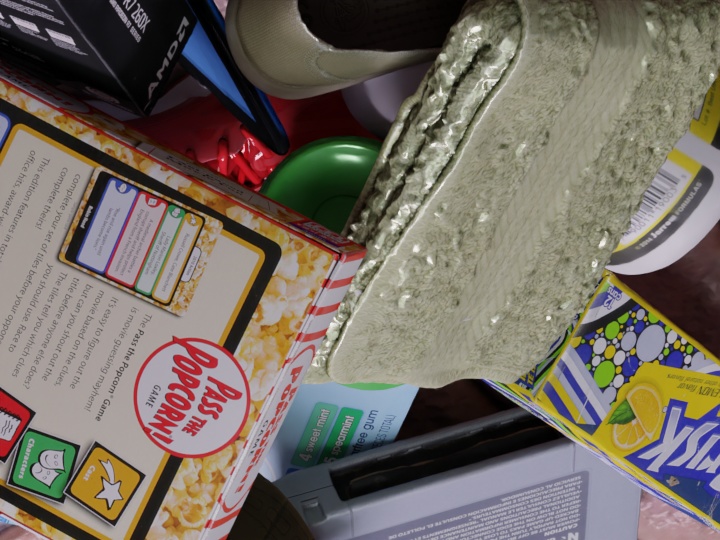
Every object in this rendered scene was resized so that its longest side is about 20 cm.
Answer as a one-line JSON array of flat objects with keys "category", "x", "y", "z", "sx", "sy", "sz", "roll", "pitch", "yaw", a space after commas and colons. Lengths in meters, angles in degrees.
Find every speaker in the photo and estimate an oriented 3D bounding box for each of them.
[{"category": "speaker", "x": 0.000, "y": 0.000, "z": 1.230, "sx": 0.088, "sy": 0.089, "sz": 0.200, "roll": -5, "pitch": 168, "yaw": 4}]

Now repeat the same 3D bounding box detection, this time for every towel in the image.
[{"category": "towel", "x": 0.061, "y": -0.031, "z": 1.095, "sx": 0.148, "sy": 0.037, "sz": 0.200, "roll": -4, "pitch": 132, "yaw": -43}]

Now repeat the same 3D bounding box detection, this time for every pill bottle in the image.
[{"category": "pill bottle", "x": 0.065, "y": -0.088, "z": 1.183, "sx": 0.200, "sy": 0.113, "sz": 0.112, "roll": 29, "pitch": 128, "yaw": -26}]

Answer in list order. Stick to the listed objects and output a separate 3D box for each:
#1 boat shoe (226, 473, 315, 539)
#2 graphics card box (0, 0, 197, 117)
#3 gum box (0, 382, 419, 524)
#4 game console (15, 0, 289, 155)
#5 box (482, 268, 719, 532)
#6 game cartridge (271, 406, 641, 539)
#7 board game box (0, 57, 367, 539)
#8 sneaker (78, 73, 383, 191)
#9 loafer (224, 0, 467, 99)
[{"category": "boat shoe", "x": -0.082, "y": 0.124, "z": 1.325, "sx": 0.065, "sy": 0.072, "sz": 0.200, "roll": -34, "pitch": 96, "yaw": 40}, {"category": "graphics card box", "x": -0.142, "y": -0.127, "z": 1.006, "sx": 0.125, "sy": 0.051, "sz": 0.200, "roll": 23, "pitch": 168, "yaw": 16}, {"category": "gum box", "x": -0.086, "y": 0.071, "z": 1.388, "sx": 0.199, "sy": 0.045, "sz": 0.170, "roll": 11, "pitch": 133, "yaw": -13}, {"category": "game console", "x": -0.140, "y": -0.126, "z": 1.138, "sx": 0.170, "sy": 0.119, "sz": 0.200, "roll": -16, "pitch": 133, "yaw": 14}, {"category": "box", "x": 0.130, "y": 0.058, "z": 1.317, "sx": 0.200, "sy": 0.064, "sz": 0.070, "roll": 34, "pitch": 86, "yaw": -46}, {"category": "game cartridge", "x": 0.047, "y": 0.131, "z": 1.417, "sx": 0.199, "sy": 0.042, "sz": 0.133, "roll": -15, "pitch": 145, "yaw": -11}, {"category": "board game box", "x": -0.120, "y": 0.015, "z": 1.057, "sx": 0.199, "sy": 0.046, "sz": 0.152, "roll": 28, "pitch": 98, "yaw": 9}, {"category": "sneaker", "x": -0.077, "y": -0.028, "z": 1.238, "sx": 0.199, "sy": 0.116, "sz": 0.078, "roll": -14, "pitch": 135, "yaw": 14}, {"category": "loafer", "x": 0.047, "y": -0.117, "z": 1.076, "sx": 0.199, "sy": 0.068, "sz": 0.076, "roll": -24, "pitch": 98, "yaw": -10}]
